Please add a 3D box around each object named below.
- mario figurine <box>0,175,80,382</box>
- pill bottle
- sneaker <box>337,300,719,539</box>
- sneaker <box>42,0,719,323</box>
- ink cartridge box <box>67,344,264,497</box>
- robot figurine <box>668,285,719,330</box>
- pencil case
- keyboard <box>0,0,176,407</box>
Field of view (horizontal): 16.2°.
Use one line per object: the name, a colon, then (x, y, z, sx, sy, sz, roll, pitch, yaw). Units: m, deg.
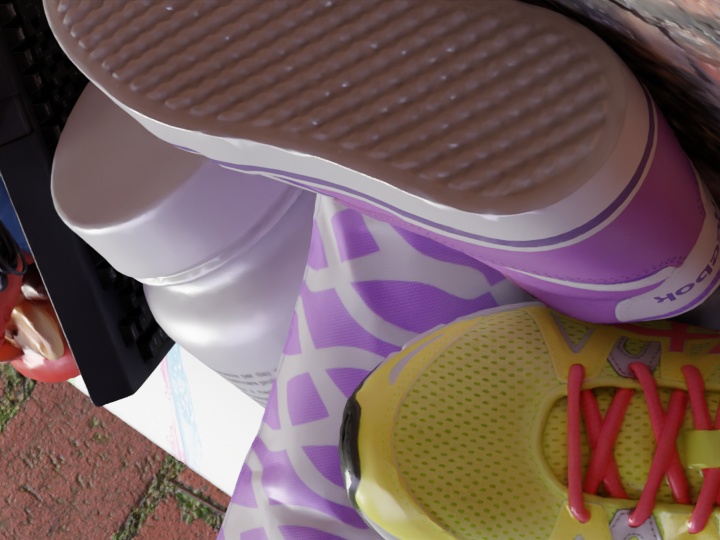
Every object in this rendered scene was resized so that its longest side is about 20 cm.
mario figurine: (-0.150, -0.021, 0.906, 0.106, 0.123, 0.200, 36, 163, 29)
pill bottle: (0.000, 0.000, 0.839, 0.200, 0.113, 0.113, 39, 174, -35)
sneaker: (0.094, 0.044, 0.661, 0.200, 0.078, 0.090, 2, 174, -16)
sneaker: (0.007, -0.039, 0.663, 0.200, 0.073, 0.114, 32, 178, 35)
ink cartridge box: (-0.038, 0.024, 1.147, 0.200, 0.088, 0.145, 30, -144, 29)
robot figurine: (0.115, 0.105, 0.774, 0.113, 0.169, 0.200, 173, 80, -87)
pencil case: (0.000, 0.054, 0.751, 0.085, 0.200, 0.084, 23, -166, 14)
keyboard: (-0.109, -0.052, 0.818, 0.200, 0.021, 0.127, 69, -157, -14)
